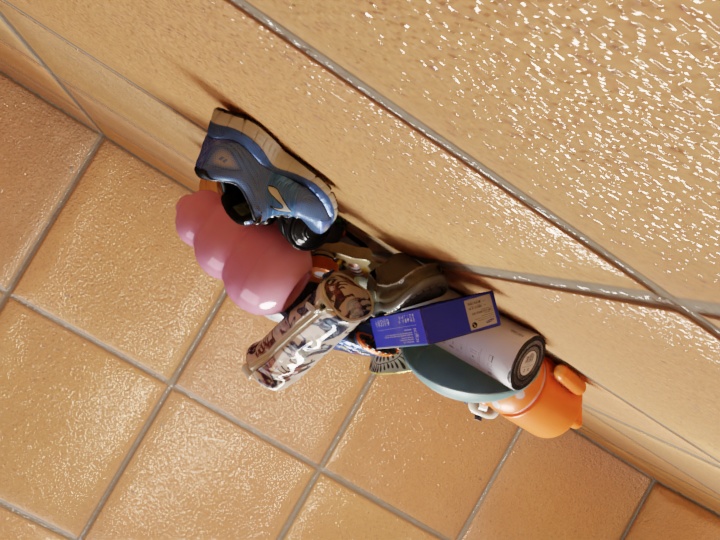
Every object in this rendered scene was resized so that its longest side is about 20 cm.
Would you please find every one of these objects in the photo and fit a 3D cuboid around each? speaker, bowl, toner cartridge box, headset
[{"bbox_3d":[0.149,0.083,1.146,0.199,0.082,0.081,28,176,39],"label":"speaker"},{"bbox_3d":[0.100,0.099,1.414,0.201,0.198,0.095,-90,-14,-85],"label":"bowl"},{"bbox_3d":[0.086,0.063,1.027,0.094,0.044,0.200,-12,177,-16],"label":"toner cartridge box"},{"bbox_3d":[-0.085,-0.088,1.030,0.123,0.095,0.200,32,-167,21],"label":"headset"}]

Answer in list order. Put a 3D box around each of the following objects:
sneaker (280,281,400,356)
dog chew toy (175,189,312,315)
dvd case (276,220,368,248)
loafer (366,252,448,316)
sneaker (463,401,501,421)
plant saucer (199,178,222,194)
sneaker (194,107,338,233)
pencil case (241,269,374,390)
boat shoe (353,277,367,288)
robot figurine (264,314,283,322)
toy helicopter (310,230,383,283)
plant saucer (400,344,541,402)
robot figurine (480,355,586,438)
[{"bbox_3d":[-0.038,0.082,1.212,0.198,0.076,0.078,28,150,-17],"label":"sneaker"},{"bbox_3d":[-0.161,-0.032,1.102,0.199,0.125,0.125,36,177,8],"label":"dog chew toy"},{"bbox_3d":[-0.102,-0.031,1.225,0.199,0.150,0.025,34,-155,-43],"label":"dvd case"},{"bbox_3d":[0.047,0.014,1.060,0.200,0.074,0.071,-26,81,68],"label":"loafer"},{"bbox_3d":[0.217,0.191,1.453,0.078,0.131,0.199,15,-177,-1],"label":"sneaker"},{"bbox_3d":[-0.224,-0.080,1.387,0.200,0.037,0.203,-16,-90,-89],"label":"plant saucer"},{"bbox_3d":[-0.101,-0.084,0.869,0.078,0.090,0.200,29,176,42],"label":"sneaker"},{"bbox_3d":[-0.074,0.083,1.100,0.089,0.200,0.078,6,-128,-44],"label":"pencil case"},{"bbox_3d":[0.053,0.044,1.489,0.066,0.075,0.199,-1,167,30],"label":"boat shoe"},{"bbox_3d":[-0.119,-0.010,1.352,0.148,0.202,0.126,-4,-139,-13],"label":"robot figurine"},{"bbox_3d":[0.000,0.000,1.210,0.198,0.080,0.132,16,158,-14],"label":"toy helicopter"},{"bbox_3d":[0.153,0.131,1.182,0.197,0.036,0.201,4,-153,-2],"label":"plant saucer"},{"bbox_3d":[0.264,0.188,1.303,0.199,0.117,0.144,33,177,-32],"label":"robot figurine"}]
